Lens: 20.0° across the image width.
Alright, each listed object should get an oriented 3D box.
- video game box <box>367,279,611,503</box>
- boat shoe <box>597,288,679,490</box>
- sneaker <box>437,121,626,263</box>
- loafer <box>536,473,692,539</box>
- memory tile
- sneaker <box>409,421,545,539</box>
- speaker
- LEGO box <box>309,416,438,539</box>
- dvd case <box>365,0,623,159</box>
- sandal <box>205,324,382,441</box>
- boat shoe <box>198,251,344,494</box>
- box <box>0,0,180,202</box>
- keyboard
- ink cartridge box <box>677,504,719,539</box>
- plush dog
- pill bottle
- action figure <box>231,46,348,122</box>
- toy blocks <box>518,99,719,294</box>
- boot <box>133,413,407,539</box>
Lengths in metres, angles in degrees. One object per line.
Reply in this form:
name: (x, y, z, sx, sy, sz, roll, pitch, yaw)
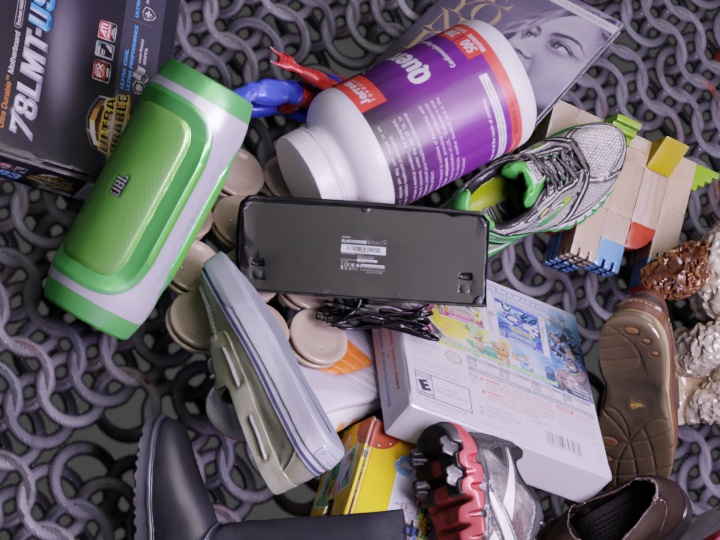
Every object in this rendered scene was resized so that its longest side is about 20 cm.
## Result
video game box: (0.101, 0.081, 1.654, 0.199, 0.047, 0.183, 22, 41, -26)
boat shoe: (0.237, 0.107, 1.704, 0.071, 0.202, 0.068, 12, 36, 22)
sneaker: (0.148, -0.067, 1.687, 0.199, 0.085, 0.078, -32, 82, -26)
loafer: (0.167, 0.219, 1.621, 0.199, 0.071, 0.073, -36, 52, 2)
memory tile: (-0.092, -0.015, 1.607, 0.152, 0.017, 0.202, 8, 54, -26)
sneaker: (0.098, 0.214, 1.537, 0.097, 0.071, 0.203, 3, 74, -33)
speaker: (-0.159, -0.053, 1.526, 0.088, 0.088, 0.201, 28, 90, -18)
LEGO box: (0.029, 0.239, 1.579, 0.148, 0.077, 0.201, 28, 61, -18)
dvd case: (0.118, -0.192, 1.784, 0.148, 0.016, 0.200, 30, 54, 19)
sandal: (-0.051, 0.099, 1.594, 0.206, 0.059, 0.079, -17, 57, -45)
boat shoe: (-0.081, 0.072, 1.494, 0.062, 0.072, 0.201, -33, 56, 4)
box: (-0.245, -0.165, 1.586, 0.197, 0.050, 0.202, 18, 64, -26)
keyboard: (0.000, 0.000, 1.591, 0.198, 0.040, 0.105, 5, 81, -4)
ink cartridge box: (0.262, 0.261, 1.634, 0.145, 0.200, 0.083, -35, 88, -35)
plush dog: (0.328, 0.038, 1.756, 0.199, 0.160, 0.174, -17, 105, -32)
pill bottle: (0.036, -0.115, 1.644, 0.199, 0.112, 0.113, -28, 87, -18)
action figure: (-0.067, -0.144, 1.670, 0.198, 0.065, 0.052, -3, 64, -32)
toy blocks: (0.207, -0.055, 1.792, 0.199, 0.100, 0.138, 23, 73, -19)
boot: (-0.063, 0.186, 1.489, 0.198, 0.066, 0.167, -2, 80, 12)
